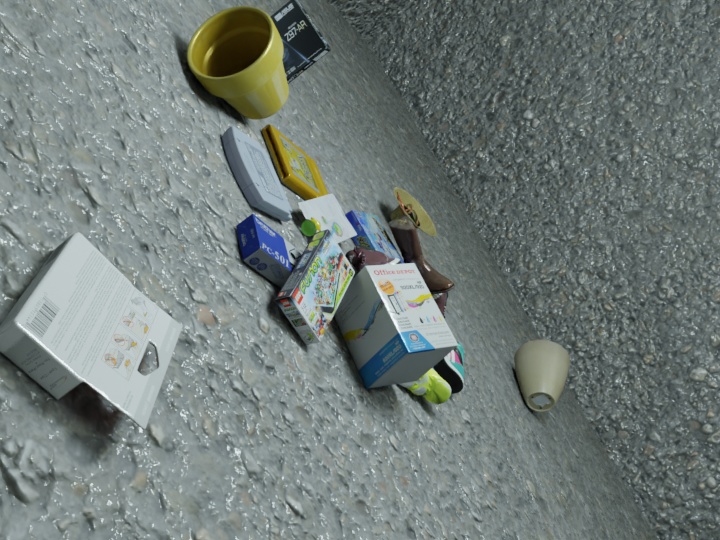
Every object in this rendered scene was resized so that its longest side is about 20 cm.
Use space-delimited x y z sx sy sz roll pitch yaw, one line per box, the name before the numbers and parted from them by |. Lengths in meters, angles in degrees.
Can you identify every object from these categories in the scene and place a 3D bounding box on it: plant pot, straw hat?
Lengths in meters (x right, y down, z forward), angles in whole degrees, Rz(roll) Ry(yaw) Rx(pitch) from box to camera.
plant pot | 0.601 0.366 2.597 0.187 0.187 0.200 49 32 -21
plant pot | -0.250 -0.438 1.708 0.189 0.200 0.201 59 6 -60
straw hat | 0.137 -0.158 2.400 0.201 0.085 0.201 43 21 -21

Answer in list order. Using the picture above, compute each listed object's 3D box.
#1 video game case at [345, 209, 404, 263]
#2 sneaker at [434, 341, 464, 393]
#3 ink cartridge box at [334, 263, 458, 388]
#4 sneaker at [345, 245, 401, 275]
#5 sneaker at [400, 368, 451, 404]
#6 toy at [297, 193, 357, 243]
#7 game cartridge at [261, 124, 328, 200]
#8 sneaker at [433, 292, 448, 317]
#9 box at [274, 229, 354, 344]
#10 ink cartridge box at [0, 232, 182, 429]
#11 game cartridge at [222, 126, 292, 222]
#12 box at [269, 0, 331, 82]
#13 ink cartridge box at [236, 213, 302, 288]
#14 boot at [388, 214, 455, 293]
video game case | 0.045 -0.059 2.038 0.200 0.045 0.181 60 16 12
sneaker | 0.197 0.193 1.921 0.200 0.083 0.121 59 20 -18
ink cartridge box | 0.062 0.106 1.547 0.147 0.145 0.200 -2 56 -42
sneaker | 0.000 0.000 1.775 0.115 0.076 0.200 31 28 19
sneaker | 0.112 0.217 1.709 0.200 0.076 0.105 46 2 -30
toy | -0.085 -0.107 1.768 0.115 0.047 0.200 60 21 0
game cartridge | -0.146 -0.240 1.869 0.200 0.032 0.177 31 31 -53
sneaker | 0.205 0.121 2.123 0.116 0.076 0.200 63 28 4
box | -0.079 0.027 1.421 0.110 0.035 0.200 58 35 -27
ink cartridge box | -0.296 0.071 0.876 0.176 0.045 0.200 48 19 -23
game cartridge | -0.215 -0.199 1.601 0.133 0.040 0.200 32 29 -60
box | -0.202 -0.592 2.065 0.160 0.200 0.044 57 16 1
ink cartridge box | -0.144 -0.013 1.441 0.200 0.044 0.094 40 22 -43
boot | 0.160 -0.045 2.075 0.186 0.064 0.200 15 -50 46
